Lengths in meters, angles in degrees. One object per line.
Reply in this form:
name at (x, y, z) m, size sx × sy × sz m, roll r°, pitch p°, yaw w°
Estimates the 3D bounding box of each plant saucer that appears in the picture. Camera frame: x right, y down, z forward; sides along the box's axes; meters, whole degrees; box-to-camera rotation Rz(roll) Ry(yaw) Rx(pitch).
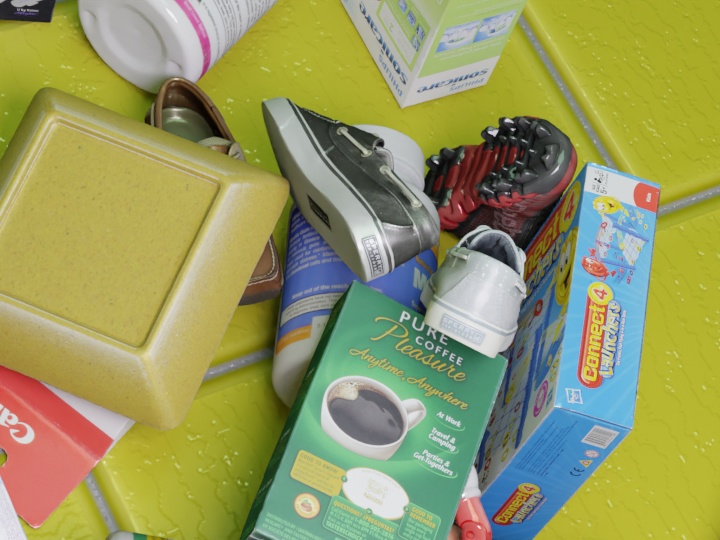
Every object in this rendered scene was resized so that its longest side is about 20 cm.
plant saucer at (-0.176, -0.019, 1.514) m, size 0.199 × 0.048 × 0.201 m, roll 21°, pitch 71°, yaw 11°

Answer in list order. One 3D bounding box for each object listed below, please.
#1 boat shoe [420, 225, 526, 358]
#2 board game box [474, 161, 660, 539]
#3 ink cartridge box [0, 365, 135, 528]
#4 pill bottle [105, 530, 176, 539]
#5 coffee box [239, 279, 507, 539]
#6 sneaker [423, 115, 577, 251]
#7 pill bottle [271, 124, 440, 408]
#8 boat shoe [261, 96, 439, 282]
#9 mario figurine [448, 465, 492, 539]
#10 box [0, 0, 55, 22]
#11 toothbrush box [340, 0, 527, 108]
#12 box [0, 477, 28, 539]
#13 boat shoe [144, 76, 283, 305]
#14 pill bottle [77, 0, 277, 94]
boat shoe at (0.084, 0.009, 1.477) m, size 0.070 × 0.201 × 0.072 m, roll 28°, pitch 96°, yaw 1°
board game box at (0.135, 0.061, 1.540) m, size 0.056 × 0.200 × 0.196 m, roll 17°, pitch 56°, yaw -9°
ink cartridge box at (-0.217, 0.053, 1.537) m, size 0.161 × 0.050 × 0.200 m, roll 37°, pitch 55°, yaw 7°
pill bottle at (-0.074, 0.238, 1.428) m, size 0.199 × 0.113 × 0.113 m, roll 12°, pitch 57°, yaw -10°
coffee box at (0.010, 0.116, 1.436) m, size 0.123 × 0.044 × 0.201 m, roll 26°, pitch 57°, yaw -8°
sneaker at (0.116, -0.058, 1.622) m, size 0.098 × 0.200 × 0.071 m, roll 27°, pitch 72°, yaw -17°
pill bottle at (0.000, 0.000, 1.591) m, size 0.112 × 0.112 × 0.201 m, roll 12°, pitch 58°, yaw -9°
boat shoe at (-0.009, -0.062, 1.523) m, size 0.063 × 0.071 × 0.200 m, roll -23°, pitch 41°, yaw -13°
mario figurine at (0.090, 0.197, 1.501) m, size 0.199 × 0.106 × 0.124 m, roll 14°, pitch 82°, yaw 19°
box at (-0.290, -0.303, 1.687) m, size 0.132 × 0.115 × 0.201 m, roll 2°, pitch 60°, yaw -15°
toothbrush box at (0.058, -0.245, 1.702) m, size 0.086 × 0.200 × 0.146 m, roll -18°, pitch 67°, yaw -24°
box at (-0.316, 0.115, 1.439) m, size 0.136 × 0.039 × 0.201 m, roll -22°, pitch 87°, yaw -27°
boat shoe at (-0.111, -0.060, 1.590) m, size 0.075 × 0.074 × 0.200 m, roll -14°, pitch 48°, yaw -20°
pill bottle at (-0.113, -0.234, 1.698) m, size 0.113 × 0.113 × 0.200 m, roll 37°, pitch 57°, yaw 7°
